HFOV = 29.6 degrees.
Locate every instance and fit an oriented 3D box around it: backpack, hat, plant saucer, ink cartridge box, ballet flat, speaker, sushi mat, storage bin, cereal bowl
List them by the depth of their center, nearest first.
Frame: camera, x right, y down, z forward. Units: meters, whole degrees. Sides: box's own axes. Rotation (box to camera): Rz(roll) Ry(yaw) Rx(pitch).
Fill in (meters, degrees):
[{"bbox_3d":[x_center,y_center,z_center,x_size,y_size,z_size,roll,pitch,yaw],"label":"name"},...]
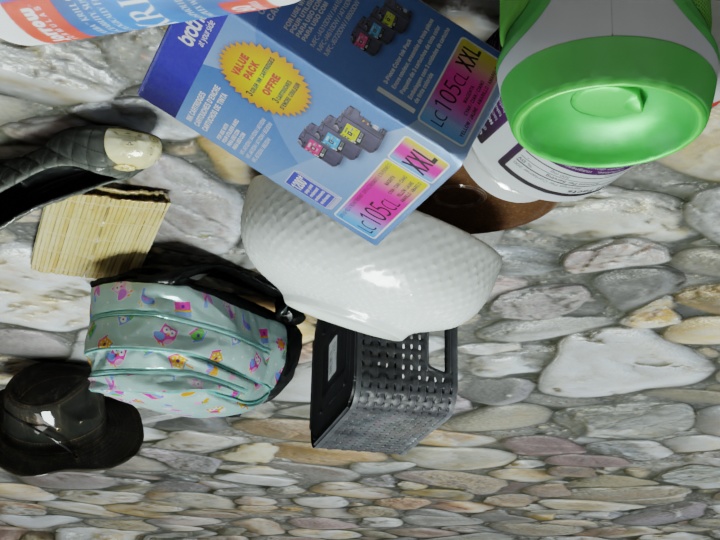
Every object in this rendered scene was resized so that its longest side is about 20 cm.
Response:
[{"bbox_3d":[0.095,-0.146,0.539,0.088,0.200,0.088,2,160,1],"label":"speaker"},{"bbox_3d":[-0.037,-0.114,0.753,0.200,0.076,0.136,33,153,-7],"label":"ink cartridge box"},{"bbox_3d":[0.071,-0.068,0.988,0.200,0.037,0.200,1,160,0],"label":"plant saucer"},{"bbox_3d":[-0.218,-0.063,0.991,0.200,0.057,0.066,-14,155,36],"label":"ballet flat"},{"bbox_3d":[0.000,0.000,1.022,0.200,0.083,0.200,18,174,2],"label":"cereal bowl"},{"bbox_3d":[-0.222,-0.030,1.145,0.096,0.012,0.200,6,160,-16],"label":"sushi mat"},{"bbox_3d":[-0.159,0.068,1.231,0.167,0.127,0.200,-10,162,23],"label":"backpack"},{"bbox_3d":[0.017,0.084,1.254,0.094,0.135,0.200,6,159,-13],"label":"storage bin"},{"bbox_3d":[-0.340,0.148,1.521,0.201,0.201,0.081,8,114,-4],"label":"hat"}]

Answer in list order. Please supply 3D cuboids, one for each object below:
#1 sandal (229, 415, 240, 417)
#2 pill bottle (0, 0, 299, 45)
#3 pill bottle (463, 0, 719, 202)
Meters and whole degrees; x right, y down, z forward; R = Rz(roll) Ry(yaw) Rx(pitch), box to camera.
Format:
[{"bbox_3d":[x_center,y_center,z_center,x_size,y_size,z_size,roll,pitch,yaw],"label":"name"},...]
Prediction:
[{"bbox_3d":[-0.172,0.146,1.587,0.075,0.045,0.200,8,174,-1],"label":"sandal"},{"bbox_3d":[-0.127,-0.165,0.633,0.200,0.112,0.112,-6,158,19],"label":"pill bottle"},{"bbox_3d":[0.128,-0.109,0.762,0.112,0.112,0.200,9,159,-18],"label":"pill bottle"}]
